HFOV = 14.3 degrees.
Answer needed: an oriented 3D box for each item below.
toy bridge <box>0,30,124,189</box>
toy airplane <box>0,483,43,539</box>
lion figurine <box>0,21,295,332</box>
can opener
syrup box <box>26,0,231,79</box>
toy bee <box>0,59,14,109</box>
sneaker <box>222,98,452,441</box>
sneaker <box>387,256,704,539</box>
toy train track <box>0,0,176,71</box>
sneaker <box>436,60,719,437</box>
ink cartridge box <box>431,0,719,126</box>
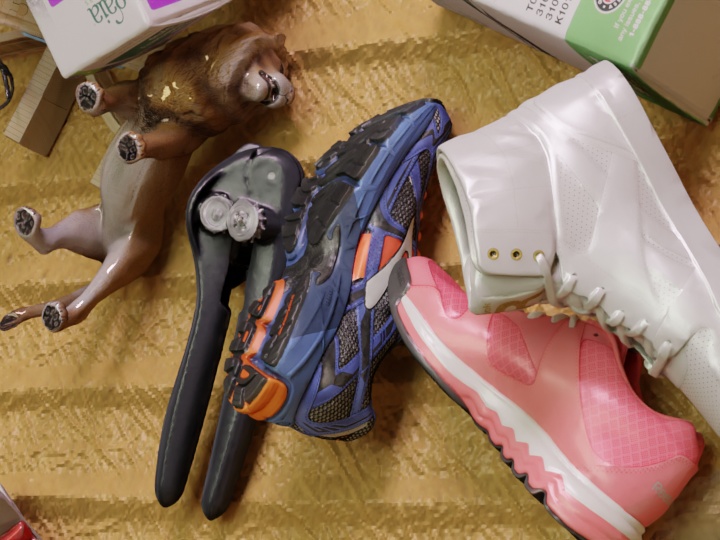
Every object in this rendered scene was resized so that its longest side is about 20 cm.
[{"bbox_3d":[-0.180,-0.102,1.670,0.200,0.027,0.068,28,91,41],"label":"toy bridge"},{"bbox_3d":[-0.257,0.190,1.547,0.199,0.141,0.200,-7,69,37],"label":"toy airplane"},{"bbox_3d":[-0.119,-0.051,1.566,0.072,0.122,0.200,45,118,16],"label":"lion figurine"},{"bbox_3d":[-0.066,0.031,1.512,0.063,0.079,0.201,7,85,23],"label":"can opener"},{"bbox_3d":[-0.150,-0.211,1.516,0.079,0.081,0.201,-25,89,45],"label":"syrup box"},{"bbox_3d":[-0.244,-0.184,1.598,0.130,0.109,0.201,-23,93,34],"label":"toy bee"},{"bbox_3d":[0.000,0.000,1.467,0.075,0.078,0.201,-10,50,58],"label":"sneaker"},{"bbox_3d":[0.092,0.051,1.384,0.087,0.074,0.200,-43,56,2],"label":"sneaker"},{"bbox_3d":[-0.175,-0.137,1.569,0.115,0.199,0.033,-67,24,13],"label":"toy train track"},{"bbox_3d":[0.108,0.013,1.323,0.115,0.074,0.201,-24,72,-12],"label":"sneaker"},{"bbox_3d":[0.115,-0.180,1.429,0.200,0.084,0.147,28,91,41],"label":"ink cartridge box"}]
